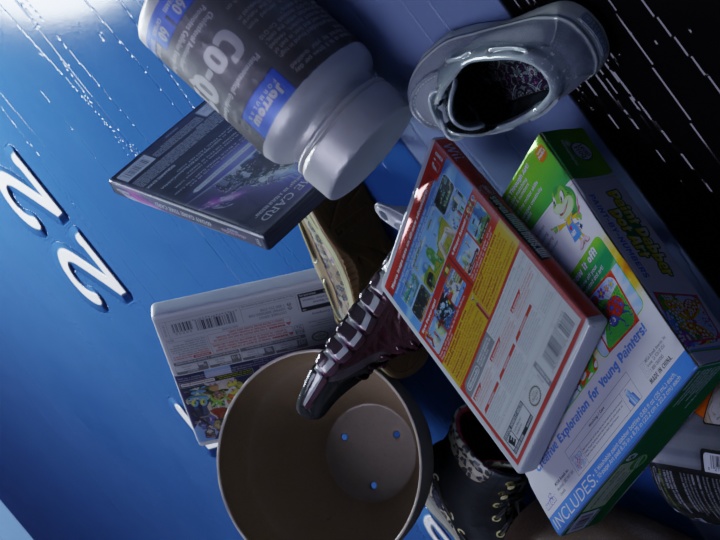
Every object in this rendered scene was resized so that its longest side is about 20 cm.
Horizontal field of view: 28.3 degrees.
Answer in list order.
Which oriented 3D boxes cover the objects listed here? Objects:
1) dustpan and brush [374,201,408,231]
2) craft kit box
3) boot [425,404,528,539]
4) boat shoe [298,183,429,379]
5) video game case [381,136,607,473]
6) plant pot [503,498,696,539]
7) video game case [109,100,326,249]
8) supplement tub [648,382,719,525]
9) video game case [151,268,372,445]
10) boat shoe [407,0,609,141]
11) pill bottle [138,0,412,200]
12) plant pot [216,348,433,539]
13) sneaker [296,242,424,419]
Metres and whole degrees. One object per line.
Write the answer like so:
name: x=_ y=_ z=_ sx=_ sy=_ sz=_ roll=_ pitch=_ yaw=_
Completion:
dustpan and brush: x=0.102 y=-0.012 z=1.086 sx=0.200 sy=0.057 sz=0.140 roll=34 pitch=148 yaw=23
craft kit box: x=0.142 y=0.043 z=0.970 sx=0.198 sy=0.048 sz=0.200 roll=59 pitch=142 yaw=28
boot: x=0.136 y=0.222 z=1.310 sx=0.204 sy=0.073 sz=0.154 roll=46 pitch=153 yaw=15
boat shoe: x=0.000 y=0.000 z=1.244 sx=0.063 sy=0.073 sz=0.201 roll=-1 pitch=115 yaw=62
video game case: x=0.086 y=0.022 z=0.999 sx=0.200 sy=0.017 sz=0.143 roll=54 pitch=139 yaw=37
plant pot: x=0.214 y=0.278 z=1.194 sx=0.200 sy=0.187 sz=0.187 roll=38 pitch=153 yaw=45
video game case: x=-0.096 y=-0.089 z=1.180 sx=0.200 sy=0.143 sz=0.019 roll=21 pitch=144 yaw=41
supplement tub: x=0.292 y=0.113 z=0.912 sx=0.200 sy=0.122 sz=0.123 roll=1 pitch=127 yaw=53
video game case: x=-0.078 y=0.080 z=1.345 sx=0.023 sy=0.199 sz=0.183 roll=-102 pitch=0 yaw=-48
boat shoe: x=0.080 y=-0.125 z=0.965 sx=0.070 sy=0.071 sz=0.201 roll=55 pitch=151 yaw=-12
pill bottle: x=-0.063 y=-0.154 z=1.086 sx=0.200 sy=0.114 sz=0.114 roll=42 pitch=151 yaw=10
plant pot: x=-0.014 y=0.171 z=1.318 sx=0.200 sy=0.201 sz=0.134 roll=37 pitch=-168 yaw=19
sneaker: x=0.039 y=0.063 z=1.167 sx=0.115 sy=0.200 sz=0.076 roll=35 pitch=-166 yaw=2
